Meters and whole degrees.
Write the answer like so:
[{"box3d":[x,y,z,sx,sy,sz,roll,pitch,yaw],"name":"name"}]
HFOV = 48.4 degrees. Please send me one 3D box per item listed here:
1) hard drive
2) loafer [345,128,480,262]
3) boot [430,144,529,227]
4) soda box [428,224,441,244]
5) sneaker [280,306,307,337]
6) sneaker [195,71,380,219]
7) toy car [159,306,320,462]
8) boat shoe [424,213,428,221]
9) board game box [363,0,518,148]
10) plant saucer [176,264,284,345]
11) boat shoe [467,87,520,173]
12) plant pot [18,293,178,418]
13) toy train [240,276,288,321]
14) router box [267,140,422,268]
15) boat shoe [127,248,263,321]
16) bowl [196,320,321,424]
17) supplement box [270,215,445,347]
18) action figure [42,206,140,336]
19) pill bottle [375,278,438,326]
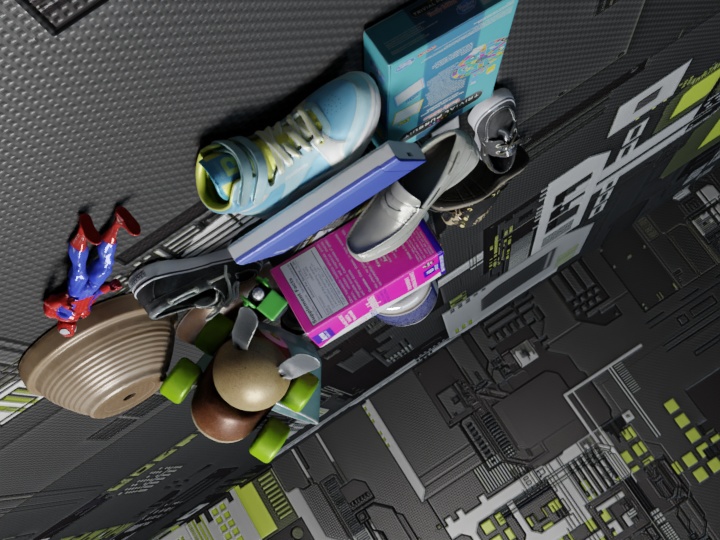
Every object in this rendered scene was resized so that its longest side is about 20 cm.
[{"box3d":[-0.032,-0.072,0.849,0.200,0.025,0.132,-31,178,18],"name":"hard drive"},{"box3d":[0.053,-0.090,0.937,0.200,0.070,0.070,-47,155,12],"name":"loafer"},{"box3d":[0.165,-0.118,1.277,0.200,0.073,0.151,-32,166,-27],"name":"boot"},{"box3d":[0.039,-0.009,1.366,0.200,0.063,0.070,-32,165,-4],"name":"soda box"},{"box3d":[-0.051,0.011,1.193,0.200,0.074,0.087,-46,158,-19],"name":"sneaker"},{"box3d":[-0.076,-0.115,0.763,0.200,0.080,0.131,-42,164,27],"name":"sneaker"},{"box3d":[-0.124,0.112,0.962,0.158,0.164,0.200,-59,-176,-38],"name":"toy car"},{"box3d":[0.054,-0.077,1.182,0.071,0.064,0.200,-19,165,-5],"name":"boat shoe"},{"box3d":[0.078,-0.212,0.835,0.151,0.047,0.200,-31,165,-9],"name":"board game box"},{"box3d":[-0.177,0.059,1.195,0.200,0.032,0.200,-32,165,-10],"name":"plant saucer"},{"box3d":[0.194,-0.186,1.122,0.070,0.066,0.200,-32,165,-4],"name":"boat shoe"},{"box3d":[-0.308,0.119,0.995,0.201,0.093,0.201,-30,165,-9],"name":"plant pot"},{"box3d":[-0.120,0.038,1.010,0.042,0.056,0.200,-51,-176,-7],"name":"toy train"},{"box3d":[-0.020,-0.084,1.024,0.157,0.052,0.200,-19,160,-41],"name":"router box"},{"box3d":[-0.185,0.019,0.976,0.074,0.068,0.199,-41,164,28],"name":"boat shoe"},{"box3d":[-0.137,0.139,1.164,0.201,0.201,0.105,81,29,-74],"name":"bowl"},{"box3d":[0.000,0.000,1.031,0.200,0.103,0.101,-30,163,0],"name":"supplement box"},{"box3d":[-0.279,0.013,0.812,0.065,0.052,0.200,-25,166,-42],"name":"action figure"},{"box3d":[0.056,0.020,1.178,0.116,0.116,0.200,-34,164,1],"name":"pill bottle"}]
